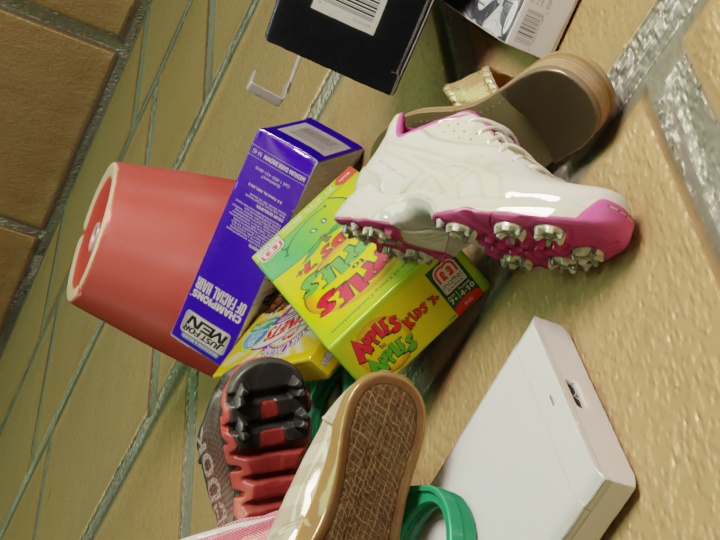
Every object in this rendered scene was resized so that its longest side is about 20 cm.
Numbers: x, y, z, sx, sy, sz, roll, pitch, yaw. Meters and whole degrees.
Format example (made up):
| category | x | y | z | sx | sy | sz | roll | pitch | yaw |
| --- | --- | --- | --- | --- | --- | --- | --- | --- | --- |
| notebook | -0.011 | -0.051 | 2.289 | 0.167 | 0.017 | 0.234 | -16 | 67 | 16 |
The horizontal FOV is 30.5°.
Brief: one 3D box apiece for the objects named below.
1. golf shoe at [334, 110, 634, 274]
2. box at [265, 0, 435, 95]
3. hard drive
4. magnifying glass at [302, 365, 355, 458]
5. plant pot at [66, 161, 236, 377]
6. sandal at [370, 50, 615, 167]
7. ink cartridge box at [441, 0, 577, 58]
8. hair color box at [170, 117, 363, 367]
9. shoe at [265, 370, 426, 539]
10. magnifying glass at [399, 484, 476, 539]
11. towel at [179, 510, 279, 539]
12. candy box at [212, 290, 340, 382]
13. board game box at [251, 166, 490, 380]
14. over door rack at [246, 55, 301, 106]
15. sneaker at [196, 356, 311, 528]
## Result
| category | x | y | z | sx | sy | sz | roll | pitch | yaw |
| --- | --- | --- | --- | --- | --- | --- | --- | --- | --- |
| golf shoe | 0.068 | -0.050 | 0.730 | 0.199 | 0.075 | 0.092 | 7 | 72 | 46 |
| box | 0.021 | -0.249 | 0.966 | 0.201 | 0.104 | 0.149 | -68 | 2 | -52 |
| hard drive | 0.066 | 0.141 | 0.689 | 0.201 | 0.026 | 0.132 | -62 | 21 | 25 |
| magnifying glass | -0.041 | 0.096 | 1.014 | 0.080 | 0.022 | 0.200 | -71 | 18 | 0 |
| plant pot | -0.179 | -0.010 | 1.283 | 0.201 | 0.176 | 0.201 | -53 | 26 | 42 |
| sandal | 0.091 | -0.094 | 0.812 | 0.070 | 0.078 | 0.211 | -44 | 13 | -30 |
| ink cartridge box | 0.102 | -0.214 | 0.904 | 0.200 | 0.039 | 0.100 | -121 | 51 | -67 |
| hair color box | -0.079 | -0.025 | 1.126 | 0.201 | 0.065 | 0.109 | -66 | -14 | 18 |
| shoe | -0.016 | 0.152 | 0.708 | 0.053 | 0.070 | 0.201 | -21 | 46 | 65 |
| magnifying glass | 0.021 | 0.140 | 0.748 | 0.080 | 0.022 | 0.200 | -68 | 21 | 9 |
| towel | -0.086 | 0.247 | 0.770 | 0.146 | 0.030 | 0.201 | -23 | 51 | 31 |
| candy box | -0.044 | 0.044 | 1.013 | 0.103 | 0.026 | 0.200 | -55 | 17 | -22 |
| board game box | 0.000 | 0.000 | 0.890 | 0.102 | 0.048 | 0.200 | -42 | 24 | -2 |
| over door rack | -0.009 | -0.239 | 1.167 | 0.148 | 0.066 | 0.201 | -46 | 10 | 51 |
| sneaker | -0.075 | 0.158 | 0.944 | 0.098 | 0.070 | 0.202 | -170 | 77 | -67 |
